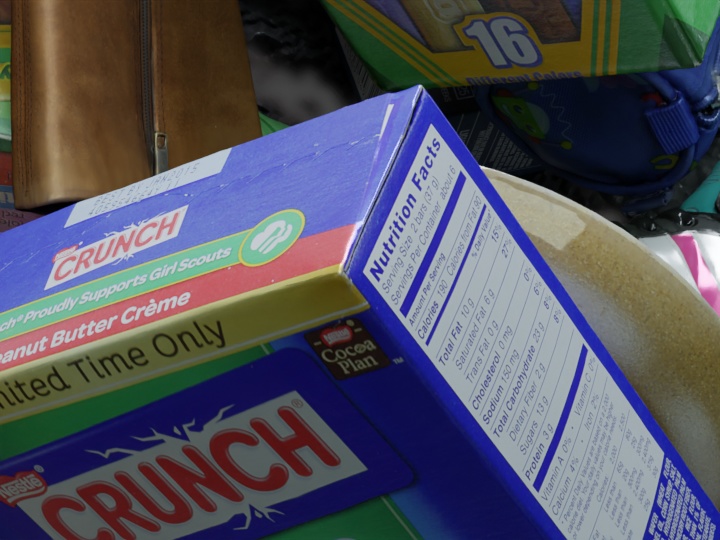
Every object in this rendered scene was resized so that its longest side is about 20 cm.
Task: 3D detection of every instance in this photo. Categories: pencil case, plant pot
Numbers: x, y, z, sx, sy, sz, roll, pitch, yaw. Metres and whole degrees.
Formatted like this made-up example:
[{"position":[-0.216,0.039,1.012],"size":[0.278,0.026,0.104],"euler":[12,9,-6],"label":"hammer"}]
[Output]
[{"position":[0.110,-0.119,0.802],"size":[0.087,0.078,0.200],"euler":[10,58,26],"label":"pencil case"},{"position":[0.021,0.049,0.692],"size":[0.200,0.200,0.028],"euler":[22,47,0],"label":"plant pot"}]

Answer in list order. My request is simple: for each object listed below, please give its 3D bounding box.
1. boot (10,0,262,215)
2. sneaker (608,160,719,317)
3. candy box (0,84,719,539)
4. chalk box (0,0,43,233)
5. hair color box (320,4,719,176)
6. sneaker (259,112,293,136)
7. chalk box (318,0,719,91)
[{"position":[-0.043,-0.113,0.722],"size":[0.188,0.068,0.201],"euler":[-3,81,-55],"label":"boot"},{"position":[0.095,0.002,0.723],"size":[0.199,0.084,0.121],"euler":[18,46,2],"label":"sneaker"},{"position":[-0.009,0.064,0.643],"size":[0.200,0.169,0.077],"euler":[53,38,-27],"label":"candy box"},{"position":[-0.149,-0.067,0.763],"size":[0.124,0.124,0.201],"euler":[11,60,-6],"label":"chalk box"},{"position":[0.094,-0.099,0.869],"size":[0.199,0.061,0.100],"euler":[-12,66,-19],"label":"hair color box"},{"position":[0.000,0.000,0.782],"size":[0.200,0.074,0.084],"euler":[41,33,-5],"label":"sneaker"},{"position":[0.029,-0.167,0.687],"size":[0.124,0.200,0.125],"euler":[0,52,36],"label":"chalk box"}]
